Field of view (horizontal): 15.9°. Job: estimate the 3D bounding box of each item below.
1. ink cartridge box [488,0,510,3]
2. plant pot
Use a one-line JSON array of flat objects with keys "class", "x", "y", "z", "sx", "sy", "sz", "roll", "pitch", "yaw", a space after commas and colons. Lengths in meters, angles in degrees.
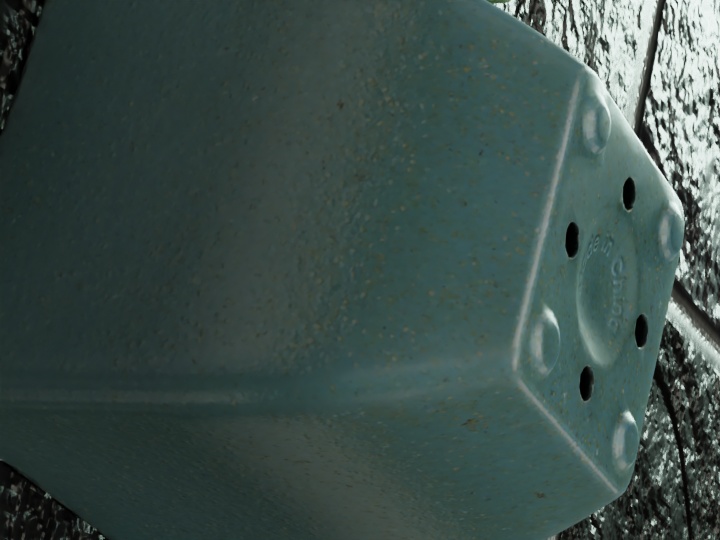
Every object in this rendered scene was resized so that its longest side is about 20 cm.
[{"class": "ink cartridge box", "x": 0.045, "y": -0.239, "z": 1.139, "sx": 0.146, "sy": 0.048, "sz": 0.201, "roll": 42, "pitch": 55, "yaw": -55}, {"class": "plant pot", "x": 0.000, "y": 0.000, "z": 0.918, "sx": 0.196, "sy": 0.199, "sz": 0.197, "roll": 46, "pitch": 52, "yaw": -53}]
